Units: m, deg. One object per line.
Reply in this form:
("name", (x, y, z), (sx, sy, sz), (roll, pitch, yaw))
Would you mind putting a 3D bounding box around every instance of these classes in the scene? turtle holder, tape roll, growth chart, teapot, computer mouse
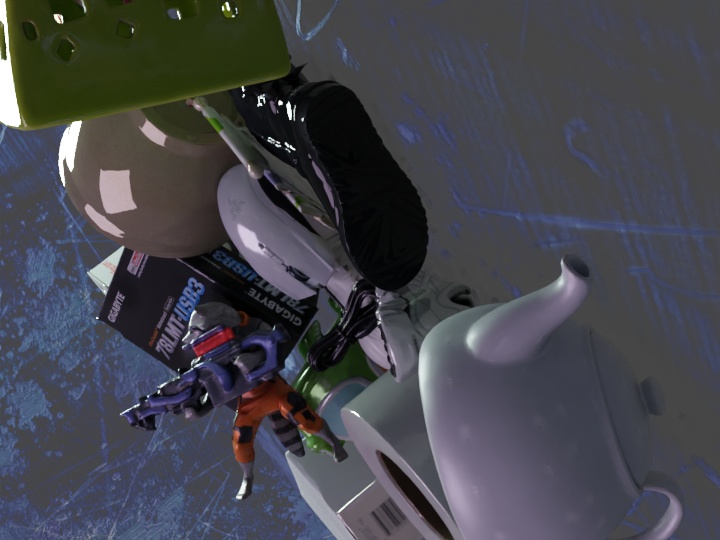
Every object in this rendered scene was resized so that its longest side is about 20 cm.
("turtle holder", (-0.016, 0.121, 1.388), (0.131, 0.186, 0.141), (34, -169, -1))
("tape roll", (0.097, 0.155, 1.154), (0.203, 0.139, 0.203), (49, 168, 15))
("growth chart", (-0.056, -0.074, 1.199), (0.200, 0.018, 0.145), (36, -169, -43))
("teapot", (0.135, 0.107, 0.903), (0.200, 0.145, 0.199), (22, -128, -73))
("computer mouse", (-0.065, -0.008, 1.219), (0.200, 0.110, 0.044), (48, -148, 0))

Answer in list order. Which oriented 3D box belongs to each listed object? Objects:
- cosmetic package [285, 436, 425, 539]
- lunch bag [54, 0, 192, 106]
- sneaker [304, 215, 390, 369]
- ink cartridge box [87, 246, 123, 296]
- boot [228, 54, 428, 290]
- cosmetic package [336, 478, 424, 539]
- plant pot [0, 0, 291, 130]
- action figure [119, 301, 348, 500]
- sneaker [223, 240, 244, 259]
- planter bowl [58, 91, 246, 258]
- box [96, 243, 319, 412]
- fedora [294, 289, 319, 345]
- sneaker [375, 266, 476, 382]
("cosmetic package", (0.030, 0.252, 1.601), (0.167, 0.166, 0.200), (48, 168, 18))
("lunch bag", (-0.250, -0.224, 1.505), (0.200, 0.082, 0.176), (45, 170, 35))
("sneaker", (0.000, 0.000, 1.274), (0.200, 0.075, 0.100), (47, 153, 5))
("ink cartridge box", (-0.247, -0.018, 1.765), (0.084, 0.200, 0.145), (56, 167, -18))
("boot", (-0.031, -0.089, 1.095), (0.162, 0.073, 0.199), (32, 153, 58))
("cosmetic package", (0.062, 0.220, 1.352), (0.073, 0.103, 0.200), (51, -164, 7))
("plant pot", (-0.182, -0.214, 0.972), (0.199, 0.199, 0.183), (-158, 57, -66))
("action figure", (-0.126, 0.121, 1.309), (0.194, 0.199, 0.105), (67, -158, -9))
("sneaker", (-0.105, -0.061, 1.444), (0.075, 0.114, 0.201), (76, -172, -60))
("planter bowl", (-0.177, -0.133, 1.283), (0.200, 0.200, 0.135), (50, 142, 11))
("box", (-0.165, 0.045, 1.387), (0.198, 0.050, 0.200), (33, 143, -3))
("fedora", (-0.107, 0.003, 1.524), (0.091, 0.201, 0.201), (-16, 117, 38))
("sneaker", (0.055, 0.034, 1.117), (0.200, 0.081, 0.076), (-97, -11, -73))
